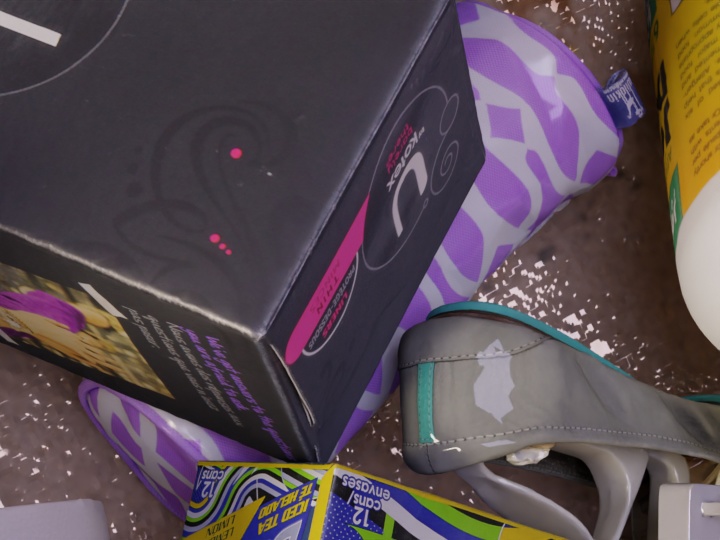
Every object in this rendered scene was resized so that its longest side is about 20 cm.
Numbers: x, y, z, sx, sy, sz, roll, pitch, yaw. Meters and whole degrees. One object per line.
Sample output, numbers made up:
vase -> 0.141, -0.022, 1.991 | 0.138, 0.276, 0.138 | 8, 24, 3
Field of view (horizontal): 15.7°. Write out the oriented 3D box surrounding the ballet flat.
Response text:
ballet flat -> 0.088, 0.064, 0.840 | 0.200, 0.067, 0.064 | 19, 65, -38

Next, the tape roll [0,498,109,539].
tape roll -> -0.163, 0.115, 0.714 | 0.202, 0.202, 0.071 | -9, 84, -17

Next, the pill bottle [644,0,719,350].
pill bottle -> 0.153, -0.033, 0.834 | 0.113, 0.113, 0.200 | 12, 45, -14

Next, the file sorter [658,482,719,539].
file sorter -> 0.203, 0.139, 0.814 | 0.200, 0.124, 0.139 | 7, 81, -41

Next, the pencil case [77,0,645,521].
pencil case -> 0.000, 0.000, 0.847 | 0.200, 0.084, 0.086 | -44, 132, -17

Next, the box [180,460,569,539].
box -> 0.039, 0.113, 0.802 | 0.200, 0.070, 0.064 | 22, 73, -37

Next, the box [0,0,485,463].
box -> -0.080, -0.044, 0.769 | 0.200, 0.106, 0.122 | 21, 69, 17
